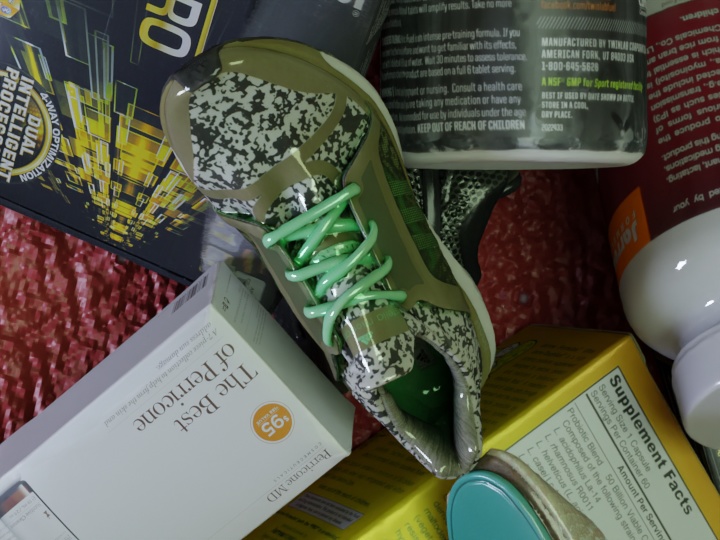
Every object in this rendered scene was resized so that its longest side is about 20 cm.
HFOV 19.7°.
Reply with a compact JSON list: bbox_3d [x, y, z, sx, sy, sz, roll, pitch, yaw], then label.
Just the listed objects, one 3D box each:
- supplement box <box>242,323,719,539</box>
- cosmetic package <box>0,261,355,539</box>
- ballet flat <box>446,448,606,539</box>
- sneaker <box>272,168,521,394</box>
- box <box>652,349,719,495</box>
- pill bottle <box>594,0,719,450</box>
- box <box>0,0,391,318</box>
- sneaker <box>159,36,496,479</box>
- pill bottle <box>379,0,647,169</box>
[{"bbox_3d":[0.043,0.123,0.876,0.199,0.109,0.109,-34,102,-16],"label":"supplement box"},{"bbox_3d":[-0.102,0.094,0.808,0.200,0.051,0.083,-40,106,14],"label":"cosmetic package"},{"bbox_3d":[0.091,0.154,0.811,0.062,0.067,0.202,-30,102,-45],"label":"ballet flat"},{"bbox_3d":[-0.006,-0.060,0.876,0.114,0.076,0.201,-28,103,-19],"label":"sneaker"},{"bbox_3d":[0.227,0.073,0.938,0.156,0.050,0.202,-19,96,-4],"label":"box"},{"bbox_3d":[0.154,-0.034,0.853,0.112,0.113,0.202,3,59,-20],"label":"pill bottle"},{"bbox_3d":[-0.073,-0.100,0.783,0.160,0.049,0.201,23,119,2],"label":"box"},{"bbox_3d":[0.000,0.000,0.746,0.077,0.089,0.200,-32,125,9],"label":"sneaker"},{"bbox_3d":[0.059,-0.141,0.804,0.105,0.106,0.202,0,91,-20],"label":"pill bottle"}]
